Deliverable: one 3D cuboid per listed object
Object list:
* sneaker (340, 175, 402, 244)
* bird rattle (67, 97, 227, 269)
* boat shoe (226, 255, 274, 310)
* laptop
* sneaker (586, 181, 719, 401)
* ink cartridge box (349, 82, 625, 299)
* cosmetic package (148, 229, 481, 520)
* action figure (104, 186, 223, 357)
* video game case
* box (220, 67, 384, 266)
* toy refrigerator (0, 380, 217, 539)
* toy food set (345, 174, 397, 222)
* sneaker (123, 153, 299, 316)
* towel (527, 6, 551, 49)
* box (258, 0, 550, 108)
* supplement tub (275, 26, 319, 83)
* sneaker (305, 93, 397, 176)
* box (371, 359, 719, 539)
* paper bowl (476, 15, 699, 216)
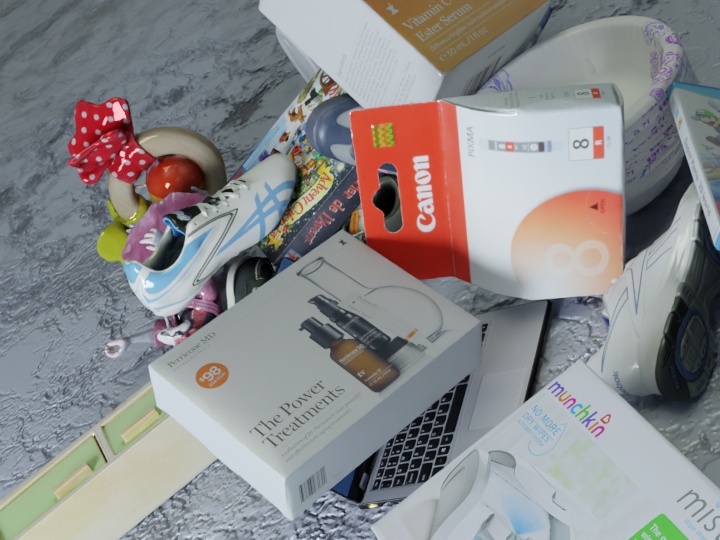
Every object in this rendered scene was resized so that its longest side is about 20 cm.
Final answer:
[{"bbox_3d":[0.000,0.000,1.176,0.074,0.080,0.201,-5,43,38],"label":"sneaker"},{"bbox_3d":[-0.227,-0.101,1.448,0.162,0.201,0.113,-13,29,-10],"label":"bird rattle"},{"bbox_3d":[-0.087,0.050,1.204,0.060,0.076,0.201,-16,36,14],"label":"boat shoe"},{"bbox_3d":[0.020,0.071,1.019,0.199,0.116,0.188,-14,37,32],"label":"laptop"},{"bbox_3d":[0.217,0.007,0.960,0.087,0.075,0.201,-10,38,44],"label":"sneaker"},{"bbox_3d":[0.098,-0.053,1.007,0.198,0.163,0.050,-7,32,2],"label":"ink cartridge box"},{"bbox_3d":[-0.031,0.069,0.982,0.150,0.052,0.200,32,54,34],"label":"cosmetic package"},{"bbox_3d":[-0.173,0.019,1.334,0.134,0.148,0.201,-56,38,32],"label":"action figure"},{"bbox_3d":[0.302,-0.068,0.946,0.142,0.018,0.201,8,36,-4],"label":"video game case"},{"bbox_3d":[-0.040,-0.108,1.293,0.200,0.038,0.137,-50,43,6],"label":"box"},{"bbox_3d":[-0.223,0.182,1.150,0.200,0.070,0.076,-38,30,-6],"label":"toy refrigerator"},{"bbox_3d":[0.018,-0.124,1.349,0.143,0.061,0.201,-5,42,41],"label":"toy food set"},{"bbox_3d":[-0.134,-0.044,1.236,0.200,0.073,0.072,-46,33,-20],"label":"sneaker"},{"bbox_3d":[0.099,-0.203,1.338,0.146,0.024,0.200,-7,33,34],"label":"towel"},{"bbox_3d":[0.036,-0.235,1.177,0.152,0.200,0.107,-39,-14,-31],"label":"box"},{"bbox_3d":[0.012,-0.291,1.529,0.200,0.123,0.123,-38,30,-5],"label":"supplement tub"},{"bbox_3d":[0.052,-0.112,1.196,0.199,0.071,0.082,4,25,-20],"label":"sneaker"},{"bbox_3d":[0.129,0.177,0.784,0.176,0.097,0.200,-38,29,-1],"label":"box"},{"bbox_3d":[0.191,-0.114,1.120,0.200,0.105,0.201,-26,31,17],"label":"paper bowl"}]
